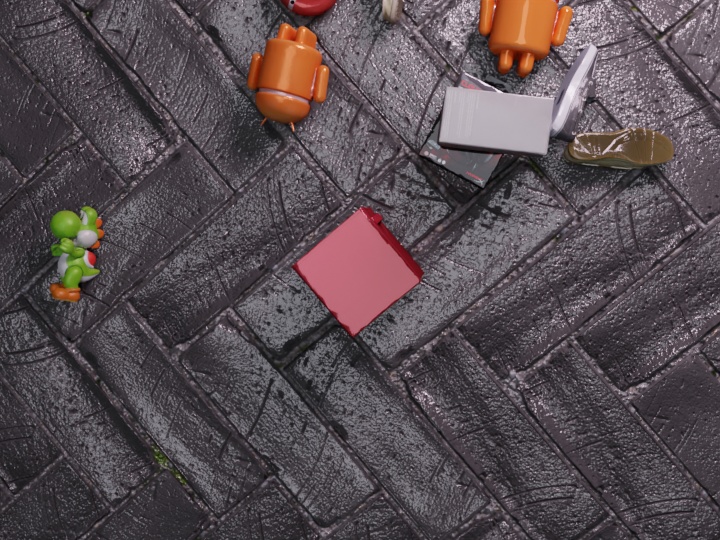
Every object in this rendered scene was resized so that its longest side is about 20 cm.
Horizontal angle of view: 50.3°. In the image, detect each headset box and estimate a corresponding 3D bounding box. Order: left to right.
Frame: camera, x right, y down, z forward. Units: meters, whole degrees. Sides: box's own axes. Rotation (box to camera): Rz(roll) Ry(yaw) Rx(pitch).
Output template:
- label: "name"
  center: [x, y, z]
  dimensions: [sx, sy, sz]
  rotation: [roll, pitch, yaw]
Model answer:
- label: "headset box"
  center: [0.224, -0.279, 1.493]
  dimensions: [0.148, 0.075, 0.200]
  rotation: [29, 97, 4]

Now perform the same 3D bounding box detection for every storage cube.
- label: "storage cube"
  center: [0.000, 0.000, 1.495]
  dimensions: [0.200, 0.171, 0.180]
  rotation: [-41, 90, 8]

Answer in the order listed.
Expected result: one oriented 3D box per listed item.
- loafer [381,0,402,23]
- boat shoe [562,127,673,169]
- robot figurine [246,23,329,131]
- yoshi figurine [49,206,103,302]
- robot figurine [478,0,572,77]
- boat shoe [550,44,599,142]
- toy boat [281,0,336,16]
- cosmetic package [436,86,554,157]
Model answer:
- label: "loafer"
  center: [0.043, -0.579, 1.500]
  dimensions: [0.068, 0.076, 0.200]
  rotation: [-5, 84, 9]
- label: "boat shoe"
  center: [0.496, -0.230, 1.477]
  dimensions: [0.200, 0.063, 0.073]
  rotation: [-2, 81, 1]
- label: "robot figurine"
  center: [-0.144, -0.379, 1.515]
  dimensions: [0.144, 0.117, 0.200]
  rotation: [11, 95, -21]
- label: "yoshi figurine"
  center: [-0.616, -0.042, 1.606]
  dimensions: [0.112, 0.112, 0.200]
  rotation: [16, 93, 13]
- label: "robot figurine"
  center: [0.306, -0.472, 1.441]
  dimensions: [0.144, 0.117, 0.200]
  rotation: [16, 97, 44]
- label: "boat shoe"
  center: [0.417, -0.332, 1.455]
  dimensions: [0.066, 0.070, 0.200]
  rotation: [27, 75, -7]
- label: "toy boat"
  center: [-0.089, -0.592, 1.476]
  dimensions: [0.130, 0.131, 0.200]
  rotation: [33, 111, 5]
- label: "cosmetic package"
  center: [0.247, -0.272, 1.411]
  dimensions: [0.200, 0.090, 0.107]
  rotation: [9, 95, 3]
